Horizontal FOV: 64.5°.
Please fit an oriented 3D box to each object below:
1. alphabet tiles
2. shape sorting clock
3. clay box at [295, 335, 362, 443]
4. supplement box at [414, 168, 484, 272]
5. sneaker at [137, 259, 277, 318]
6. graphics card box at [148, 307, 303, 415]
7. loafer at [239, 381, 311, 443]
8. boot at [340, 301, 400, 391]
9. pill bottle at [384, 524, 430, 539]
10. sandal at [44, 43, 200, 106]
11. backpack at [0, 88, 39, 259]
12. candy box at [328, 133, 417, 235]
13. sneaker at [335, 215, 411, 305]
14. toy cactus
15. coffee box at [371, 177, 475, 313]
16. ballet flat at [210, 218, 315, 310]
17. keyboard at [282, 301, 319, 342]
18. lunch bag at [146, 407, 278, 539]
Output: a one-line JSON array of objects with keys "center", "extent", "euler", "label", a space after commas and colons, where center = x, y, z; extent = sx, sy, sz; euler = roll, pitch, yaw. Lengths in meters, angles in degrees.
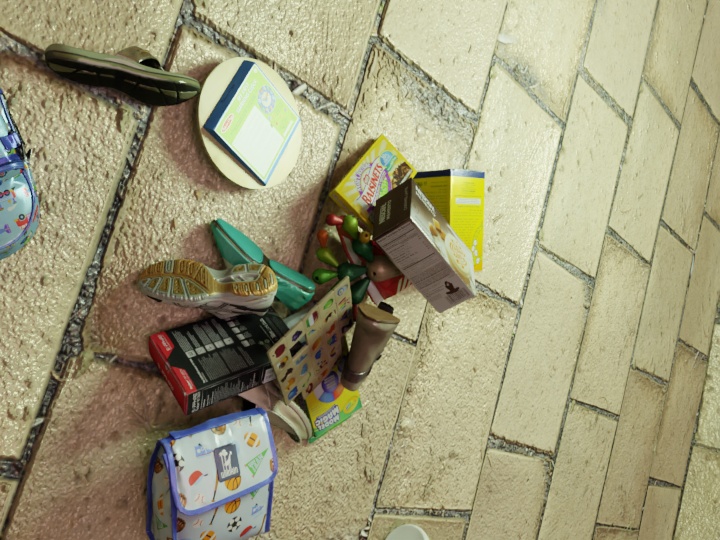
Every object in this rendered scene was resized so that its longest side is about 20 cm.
[{"center": [-0.068, 0.121, 0.888], "extent": [0.167, 0.008, 0.201], "euler": [-44, 152, -26], "label": "alphabet tiles"}, {"center": [-0.171, -0.230, 0.898], "extent": [0.199, 0.039, 0.204], "euler": [-7, 99, -50], "label": "shape sorting clock"}, {"center": [-0.064, 0.203, 1.023], "extent": [0.114, 0.047, 0.203], "euler": [-25, 109, -35], "label": "clay box"}, {"center": [0.177, -0.099, 1.157], "extent": [0.108, 0.108, 0.204], "euler": [-4, 97, -39], "label": "supplement box"}, {"center": [-0.224, 0.039, 0.844], "extent": [0.196, 0.088, 0.077], "euler": [5, 50, -12], "label": "sneaker"}, {"center": [-0.197, 0.123, 0.854], "extent": [0.198, 0.125, 0.051], "euler": [-18, 138, -37], "label": "graphics card box"}, {"center": [-0.158, 0.220, 0.934], "extent": [0.068, 0.075, 0.201], "euler": [-48, 112, -24], "label": "loafer"}, {"center": [0.008, 0.129, 0.943], "extent": [0.148, 0.069, 0.200], "euler": [-65, 169, 6], "label": "boot"}, {"center": [0.131, 0.631, 1.184], "extent": [0.113, 0.112, 0.201], "euler": [-47, 121, -26], "label": "pill bottle"}, {"center": [-0.307, -0.272, 0.761], "extent": [0.199, 0.079, 0.058], "euler": [7, 76, -40], "label": "sandal"}, {"center": [-0.449, -0.094, 0.621], "extent": [0.181, 0.134, 0.203], "euler": [-27, 113, -34], "label": "backpack"}, {"center": [0.027, -0.158, 1.027], "extent": [0.102, 0.026, 0.201], "euler": [43, 49, -10], "label": "candy box"}, {"center": [0.036, -0.038, 1.036], "extent": [0.114, 0.079, 0.201], "euler": [-26, 129, 3], "label": "sneaker"}, {"center": [0.000, 0.000, 0.957], "extent": [0.163, 0.102, 0.203], "euler": [-6, 109, -24], "label": "toy cactus"}, {"center": [0.111, -0.040, 0.972], "extent": [0.200, 0.079, 0.115], "euler": [46, 31, -29], "label": "coffee box"}, {"center": [-0.165, 0.001, 0.902], "extent": [0.199, 0.068, 0.071], "euler": [36, 104, -17], "label": "ballet flat"}, {"center": [-0.106, 0.099, 0.978], "extent": [0.198, 0.056, 0.011], "euler": [-25, 151, -35], "label": "keyboard"}, {"center": [-0.216, 0.311, 0.836], "extent": [0.168, 0.123, 0.203], "euler": [-8, 114, -41], "label": "lunch bag"}]
